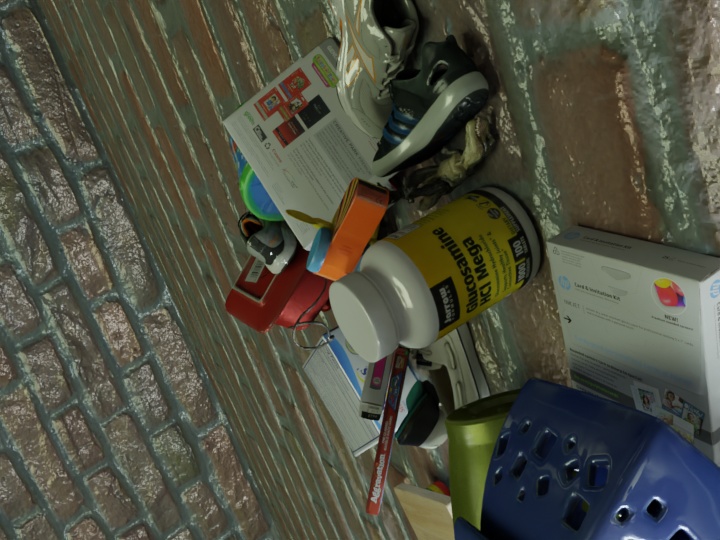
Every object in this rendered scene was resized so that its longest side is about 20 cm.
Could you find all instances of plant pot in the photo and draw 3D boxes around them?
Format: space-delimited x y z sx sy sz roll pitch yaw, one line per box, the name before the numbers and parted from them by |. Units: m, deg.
plant pot | 0.179 0.238 0.801 0.200 0.198 0.196 -20 85 67
plant pot | 0.205 0.229 0.607 0.199 0.181 0.200 39 170 -13

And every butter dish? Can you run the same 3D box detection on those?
butter dish | -0.101 0.019 1.193 0.147 0.202 0.199 33 172 -32

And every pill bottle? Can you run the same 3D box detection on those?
pill bottle | 0.072 0.005 0.724 0.113 0.198 0.113 46 153 32

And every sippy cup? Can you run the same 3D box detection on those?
sippy cup | -0.130 -0.166 1.079 0.131 0.138 0.179 57 139 39

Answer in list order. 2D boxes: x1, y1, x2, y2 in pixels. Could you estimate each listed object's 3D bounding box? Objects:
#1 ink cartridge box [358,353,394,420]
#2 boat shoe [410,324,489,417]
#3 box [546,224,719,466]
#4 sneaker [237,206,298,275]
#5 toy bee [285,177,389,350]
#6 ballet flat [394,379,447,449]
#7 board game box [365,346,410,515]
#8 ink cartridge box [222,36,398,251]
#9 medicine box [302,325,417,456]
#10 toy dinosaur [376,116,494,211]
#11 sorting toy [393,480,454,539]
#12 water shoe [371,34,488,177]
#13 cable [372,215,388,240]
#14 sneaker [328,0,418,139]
ink cartridge box | 0.032 0.094 0.988 0.095 0.037 0.203 94 -174 -69
boat shoe | 0.100 0.101 0.941 0.071 0.069 0.202 8 123 62
box | 0.244 0.071 0.635 0.155 0.041 0.202 23 136 56
sneaker | -0.153 -0.074 1.133 0.079 0.074 0.201 32 -165 -29
toy bee | -0.030 -0.029 0.797 0.130 0.200 0.109 38 -152 -23
ballet flat | 0.092 0.199 0.991 0.074 0.072 0.200 62 -170 -1
board game box | 0.036 0.199 0.938 0.103 0.019 0.203 44 -123 -82
ink cartridge box | -0.041 -0.151 0.907 0.201 0.175 0.084 56 -171 14
medicine box | 0.004 0.188 1.201 0.183 0.102 0.200 58 157 11
toy dinosaur | 0.071 -0.091 0.766 0.048 0.087 0.200 69 158 9
sorting toy | 0.161 0.433 1.180 0.201 0.069 0.200 63 158 -2
water shoe | 0.060 -0.164 0.744 0.080 0.071 0.200 64 151 5
cable | 0.000 0.000 0.969 0.097 0.050 0.203 169 111 -75
sneaker | 0.022 -0.223 0.750 0.092 0.075 0.202 29 142 46
